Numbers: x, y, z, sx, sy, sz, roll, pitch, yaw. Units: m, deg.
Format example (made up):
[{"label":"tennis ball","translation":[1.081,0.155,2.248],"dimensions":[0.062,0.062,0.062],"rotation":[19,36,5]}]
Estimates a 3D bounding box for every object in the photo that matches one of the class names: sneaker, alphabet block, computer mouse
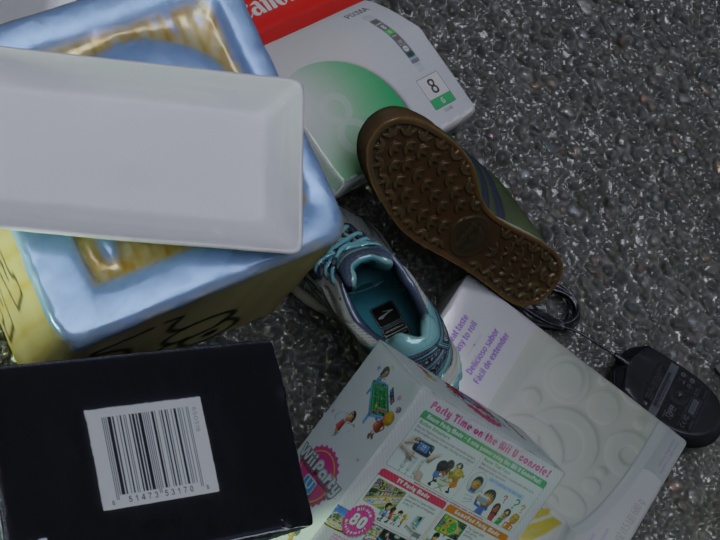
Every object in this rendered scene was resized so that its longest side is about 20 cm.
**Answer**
[{"label":"sneaker","translation":[0.056,-0.054,1.121],"dimensions":[0.067,0.090,0.200],"rotation":[-45,125,7]},{"label":"alphabet block","translation":[-0.149,-0.050,1.030],"dimensions":[0.194,0.200,0.198],"rotation":[-20,82,-21]},{"label":"computer mouse","translation":[0.179,0.066,1.186],"dimensions":[0.199,0.034,0.059],"rotation":[36,57,3]},{"label":"sneaker","translation":[0.000,0.000,1.092],"dimensions":[0.077,0.087,0.200],"rotation":[-35,60,-13]}]

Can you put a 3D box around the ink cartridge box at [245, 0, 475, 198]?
[{"label":"ink cartridge box","translation":[-0.028,-0.159,1.148],"dimensions":[0.161,0.050,0.201],"rotation":[-32,87,-43]}]

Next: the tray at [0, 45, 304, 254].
[{"label":"tray","translation":[-0.130,-0.066,0.921],"dimensions":[0.198,0.022,0.108],"rotation":[5,75,-15]}]

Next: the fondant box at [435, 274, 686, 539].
[{"label":"fondant box","translation":[0.108,0.123,1.133],"dimensions":[0.199,0.058,0.145],"rotation":[37,69,-3]}]

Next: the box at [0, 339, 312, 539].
[{"label":"box","translation":[-0.170,0.126,0.947],"dimensions":[0.195,0.199,0.119],"rotation":[-3,75,-40]}]

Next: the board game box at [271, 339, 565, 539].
[{"label":"board game box","translation":[0.014,0.166,1.018],"dimensions":[0.147,0.064,0.201],"rotation":[33,97,-38]}]

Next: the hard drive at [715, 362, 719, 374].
[{"label":"hard drive","translation":[0.374,0.124,1.226],"dimensions":[0.131,0.026,0.201],"rotation":[-30,85,-21]}]

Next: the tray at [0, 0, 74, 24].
[{"label":"tray","translation":[-0.265,-0.193,1.069],"dimensions":[0.199,0.022,0.108],"rotation":[16,71,-54]}]
